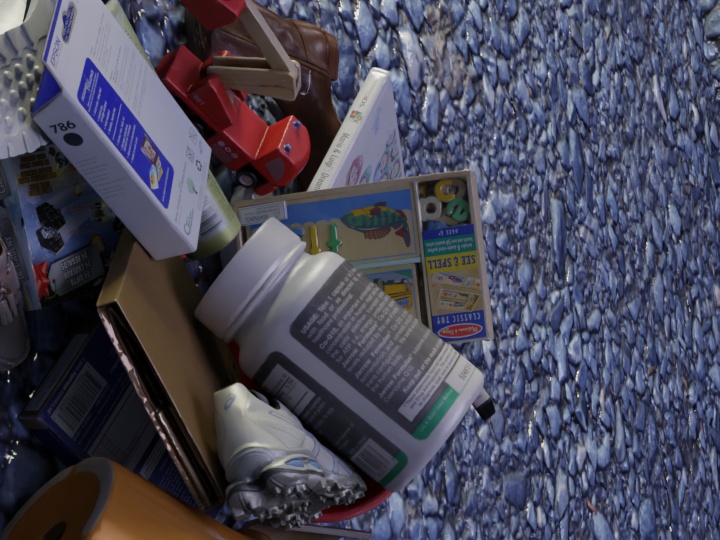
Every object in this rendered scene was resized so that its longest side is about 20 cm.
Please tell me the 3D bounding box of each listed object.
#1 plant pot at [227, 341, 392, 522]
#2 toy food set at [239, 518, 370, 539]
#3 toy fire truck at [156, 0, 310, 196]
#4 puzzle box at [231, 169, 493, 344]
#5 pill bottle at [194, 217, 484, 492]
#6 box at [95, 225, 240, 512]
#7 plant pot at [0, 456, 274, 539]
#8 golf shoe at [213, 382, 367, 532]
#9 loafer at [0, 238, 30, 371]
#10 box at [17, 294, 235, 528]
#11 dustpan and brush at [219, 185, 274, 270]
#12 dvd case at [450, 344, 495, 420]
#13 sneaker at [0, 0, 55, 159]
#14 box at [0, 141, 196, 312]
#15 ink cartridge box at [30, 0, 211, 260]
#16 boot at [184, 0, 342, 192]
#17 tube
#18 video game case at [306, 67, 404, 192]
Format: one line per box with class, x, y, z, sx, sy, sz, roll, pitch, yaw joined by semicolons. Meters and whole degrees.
plant pot;-0.020;0.105;1.253;0.177;0.198;0.202;7;77;-77
toy food set;-0.070;0.294;1.174;0.143;0.060;0.201;22;94;-58
toy fire truck;-0.097;-0.156;1.198;0.200;0.140;0.049;43;46;-26
puzzle box;0.000;0.000;1.146;0.025;0.198;0.134;4;79;-76
pill bottle;-0.017;0.059;1.075;0.200;0.113;0.113;40;36;1
box;-0.132;0.052;1.039;0.200;0.021;0.164;-93;159;-68
plant pot;-0.151;0.231;0.991;0.183;0.199;0.201;48;41;-24
golf shoe;-0.052;0.130;1.049;0.200;0.078;0.098;55;10;-71
loafer;-0.264;-0.014;0.948;0.201;0.062;0.072;65;32;-29
box;-0.157;0.126;1.102;0.200;0.032;0.122;52;51;-30
dustpan and brush;-0.091;-0.008;1.270;0.200;0.057;0.141;-36;115;-59
dvd case;0.054;0.046;1.303;0.201;0.017;0.143;53;0;12
sneaker;-0.241;-0.132;0.974;0.201;0.080;0.077;-75;146;-50
box;-0.204;-0.054;1.094;0.200;0.040;0.138;-20;100;-61
ink cartridge box;-0.166;-0.105;0.985;0.200;0.039;0.100;57;29;-45
boot;-0.086;-0.153;1.315;0.199;0.064;0.188;11;70;-60
tube;-0.158;-0.102;1.104;0.201;0.052;0.058;61;5;-28
video game case;-0.007;-0.059;1.362;0.201;0.024;0.183;77;35;-59
